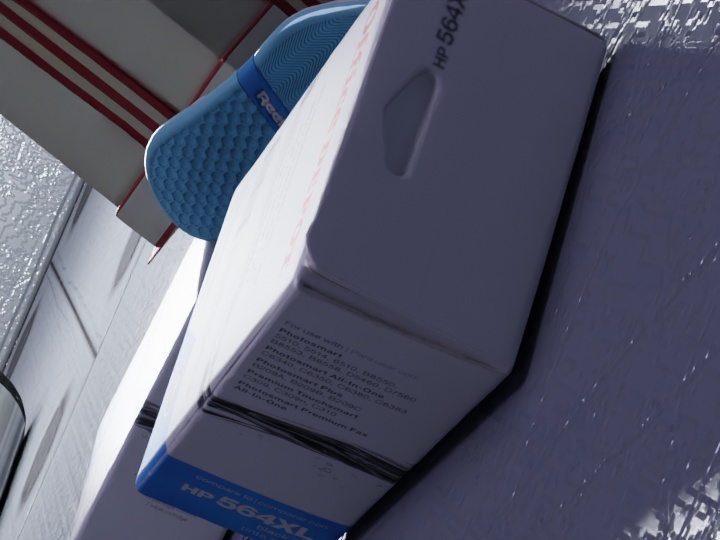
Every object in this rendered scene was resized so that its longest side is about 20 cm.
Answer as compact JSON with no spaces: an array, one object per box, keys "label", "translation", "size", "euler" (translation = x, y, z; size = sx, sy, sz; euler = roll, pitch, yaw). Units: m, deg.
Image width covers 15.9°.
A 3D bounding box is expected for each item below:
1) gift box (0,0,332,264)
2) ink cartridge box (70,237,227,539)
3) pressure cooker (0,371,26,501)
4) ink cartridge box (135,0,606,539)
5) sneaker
[{"label":"gift box","translation":[-0.111,-0.130,1.495],"size":[0.200,0.186,0.185],"euler":[-55,3,-37]},{"label":"ink cartridge box","translation":[-0.067,0.043,1.238],"size":[0.116,0.066,0.201],"euler":[-84,20,-61]},{"label":"pressure cooker","translation":[-0.416,0.189,2.421],"size":[0.177,0.177,0.201],"euler":[79,-161,-47]},{"label":"ink cartridge box","translation":[0.000,0.000,0.940],"size":[0.200,0.084,0.147],"euler":[-48,20,59]},{"label":"sneaker","translation":[-0.001,-0.092,1.181],"size":[0.199,0.080,0.130],"euler":[-22,12,42]}]
